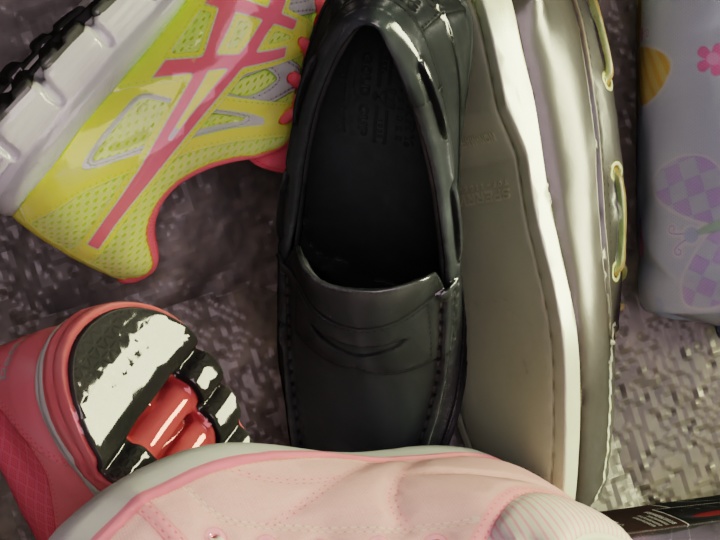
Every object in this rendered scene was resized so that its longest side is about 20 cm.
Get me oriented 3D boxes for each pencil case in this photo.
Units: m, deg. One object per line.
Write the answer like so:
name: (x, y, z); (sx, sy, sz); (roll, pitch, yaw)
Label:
pencil case: (0.140, -0.076, 0.820); (0.091, 0.083, 0.200); (-1, 89, 4)

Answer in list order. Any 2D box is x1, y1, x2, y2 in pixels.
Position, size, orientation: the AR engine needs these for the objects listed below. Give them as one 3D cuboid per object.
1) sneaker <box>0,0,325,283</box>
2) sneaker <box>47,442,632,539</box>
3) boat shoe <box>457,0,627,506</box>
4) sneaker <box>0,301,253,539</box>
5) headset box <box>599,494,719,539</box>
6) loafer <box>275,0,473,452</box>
sneaker: (-0.043, -0.079, 0.802); (0.200, 0.078, 0.090); (-46, 106, -2)
sneaker: (0.003, 0.099, 0.717); (0.200, 0.105, 0.075); (-5, 108, -39)
boat shoe: (0.064, -0.011, 0.814); (0.061, 0.072, 0.201); (-14, 100, -34)
sneaker: (-0.059, 0.092, 0.800); (0.074, 0.087, 0.200); (-51, 120, -37)
headset box: (0.176, 0.148, 0.828); (0.200, 0.075, 0.149); (-6, 90, -9)
loafer: (0.000, 0.000, 0.779); (0.068, 0.070, 0.201); (9, 112, 13)
